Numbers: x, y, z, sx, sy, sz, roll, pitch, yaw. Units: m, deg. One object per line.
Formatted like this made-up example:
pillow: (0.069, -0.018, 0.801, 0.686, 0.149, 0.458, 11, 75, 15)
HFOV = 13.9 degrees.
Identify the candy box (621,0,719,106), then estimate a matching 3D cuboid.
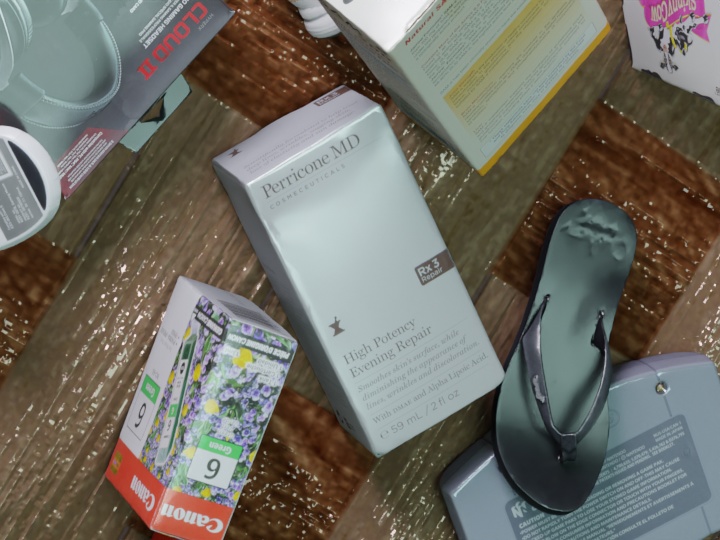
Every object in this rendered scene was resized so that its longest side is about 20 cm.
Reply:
candy box: (0.212, -0.209, 1.782, 0.071, 0.168, 0.201, -15, 108, -15)

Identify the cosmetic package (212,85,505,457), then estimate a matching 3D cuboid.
cosmetic package: (0.000, 0.000, 1.810, 0.101, 0.074, 0.201, -31, 113, -11)

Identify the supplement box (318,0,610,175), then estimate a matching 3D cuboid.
supplement box: (0.061, -0.155, 1.735, 0.126, 0.073, 0.200, -48, 154, -4)

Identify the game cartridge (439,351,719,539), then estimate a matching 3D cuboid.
game cartridge: (0.153, 0.138, 1.921, 0.199, 0.040, 0.134, -25, 114, -13)

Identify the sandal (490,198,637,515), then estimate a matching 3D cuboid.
sandal: (0.129, 0.053, 1.861, 0.076, 0.043, 0.201, 9, 86, -12)

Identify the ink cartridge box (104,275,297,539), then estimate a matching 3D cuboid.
ink cartridge box: (-0.109, 0.114, 1.777, 0.050, 0.109, 0.201, 19, 96, -23)

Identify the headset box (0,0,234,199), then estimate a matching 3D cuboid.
headset box: (-0.183, -0.152, 1.702, 0.149, 0.077, 0.200, -47, 112, -4)

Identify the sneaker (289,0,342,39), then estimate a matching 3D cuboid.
sneaker: (0.018, -0.234, 1.757, 0.080, 0.074, 0.200, 43, 86, -21)

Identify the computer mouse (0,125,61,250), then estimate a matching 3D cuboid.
computer mouse: (-0.253, -0.031, 1.688, 0.199, 0.044, 0.110, -19, 107, 20)
